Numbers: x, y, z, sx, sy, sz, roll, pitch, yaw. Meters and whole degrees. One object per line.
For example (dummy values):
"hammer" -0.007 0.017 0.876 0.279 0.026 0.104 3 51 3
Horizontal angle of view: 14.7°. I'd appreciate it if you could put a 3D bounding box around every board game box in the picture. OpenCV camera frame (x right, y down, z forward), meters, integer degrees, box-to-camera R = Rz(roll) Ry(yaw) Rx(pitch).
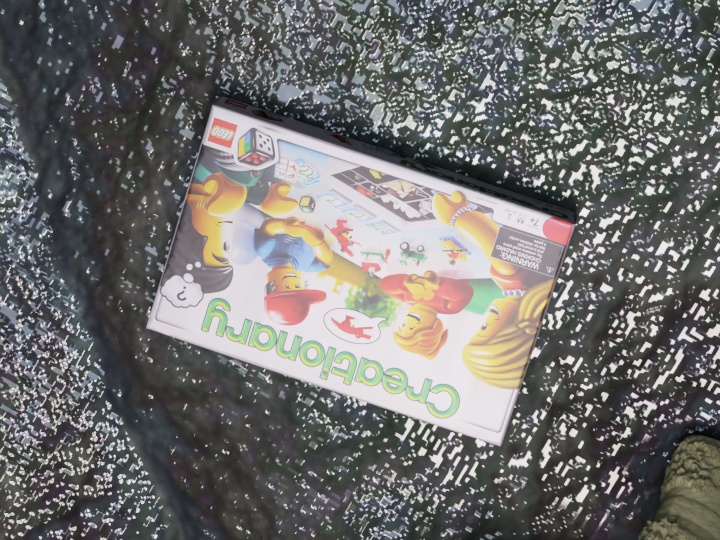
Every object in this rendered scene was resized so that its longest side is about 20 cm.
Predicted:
"board game box" 0.000 0.000 1.461 0.199 0.035 0.127 18 104 2

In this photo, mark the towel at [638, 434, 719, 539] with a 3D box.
"towel" 0.223 0.184 1.427 0.200 0.149 0.037 39 129 -3
